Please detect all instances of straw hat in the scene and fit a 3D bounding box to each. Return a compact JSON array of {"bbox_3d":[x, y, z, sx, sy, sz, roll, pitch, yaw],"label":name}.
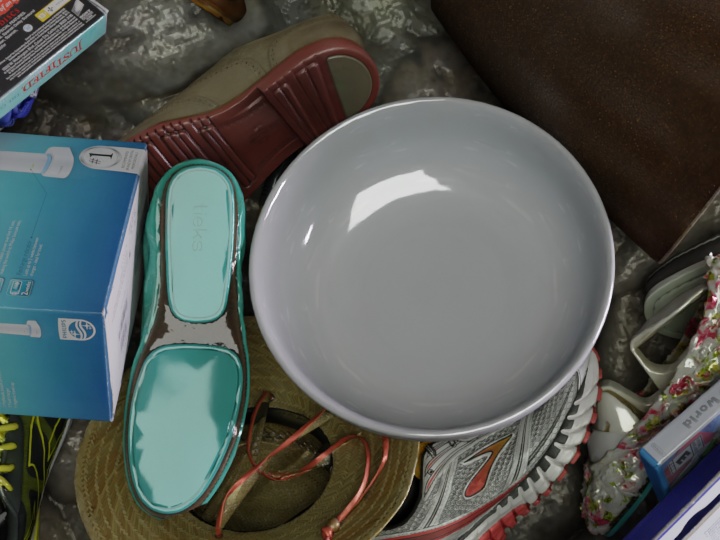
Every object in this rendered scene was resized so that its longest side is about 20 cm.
[{"bbox_3d":[-0.059,0.127,0.752,0.201,0.085,0.201,-6,50,8],"label":"straw hat"}]

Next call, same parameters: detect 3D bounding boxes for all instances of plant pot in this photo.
[{"bbox_3d":[0.148,-0.138,0.744,0.200,0.187,0.187,37,87,9],"label":"plant pot"}]

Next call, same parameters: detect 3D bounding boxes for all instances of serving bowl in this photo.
[{"bbox_3d":[0.040,0.004,0.721,0.200,0.066,0.200,-2,69,6],"label":"serving bowl"}]

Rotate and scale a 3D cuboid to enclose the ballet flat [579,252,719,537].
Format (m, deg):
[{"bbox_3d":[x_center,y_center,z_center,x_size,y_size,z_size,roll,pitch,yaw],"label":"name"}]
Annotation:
[{"bbox_3d":[0.183,0.071,0.778,0.064,0.076,0.200,35,105,2],"label":"ballet flat"}]

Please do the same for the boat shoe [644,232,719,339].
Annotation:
[{"bbox_3d":[0.273,-0.013,0.803,0.201,0.061,0.072,-17,130,9],"label":"boat shoe"}]

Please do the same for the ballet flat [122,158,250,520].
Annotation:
[{"bbox_3d":[-0.095,0.038,0.723,0.067,0.070,0.200,5,85,-6],"label":"ballet flat"}]

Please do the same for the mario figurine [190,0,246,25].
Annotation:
[{"bbox_3d":[-0.049,-0.249,0.773,0.200,0.106,0.123,-51,132,7],"label":"mario figurine"}]

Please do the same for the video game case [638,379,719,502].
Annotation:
[{"bbox_3d":[0.259,0.078,0.774,0.200,0.143,0.018,-40,52,-5],"label":"video game case"}]

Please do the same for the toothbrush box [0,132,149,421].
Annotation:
[{"bbox_3d":[-0.224,-0.004,0.693,0.200,0.146,0.085,4,131,-4],"label":"toothbrush box"}]

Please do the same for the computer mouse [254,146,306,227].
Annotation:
[{"bbox_3d":[0.000,0.000,0.781,0.140,0.046,0.200,14,89,-7],"label":"computer mouse"}]

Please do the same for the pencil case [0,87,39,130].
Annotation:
[{"bbox_3d":[-0.279,-0.132,0.734,0.200,0.078,0.087,7,92,-6],"label":"pencil case"}]

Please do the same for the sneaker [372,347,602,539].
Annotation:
[{"bbox_3d":[0.072,0.114,0.774,0.082,0.078,0.200,40,86,-5],"label":"sneaker"}]

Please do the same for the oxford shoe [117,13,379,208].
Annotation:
[{"bbox_3d":[-0.083,-0.088,0.771,0.200,0.075,0.070,-25,128,8],"label":"oxford shoe"}]

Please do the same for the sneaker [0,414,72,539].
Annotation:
[{"bbox_3d":[-0.208,0.107,0.740,0.074,0.085,0.200,6,90,-7],"label":"sneaker"}]

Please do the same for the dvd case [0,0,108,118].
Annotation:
[{"bbox_3d":[-0.260,-0.151,0.690,0.200,0.022,0.146,39,64,8],"label":"dvd case"}]

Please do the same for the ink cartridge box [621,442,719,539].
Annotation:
[{"bbox_3d":[0.197,0.160,0.745,0.196,0.200,0.043,-43,50,-4],"label":"ink cartridge box"}]
